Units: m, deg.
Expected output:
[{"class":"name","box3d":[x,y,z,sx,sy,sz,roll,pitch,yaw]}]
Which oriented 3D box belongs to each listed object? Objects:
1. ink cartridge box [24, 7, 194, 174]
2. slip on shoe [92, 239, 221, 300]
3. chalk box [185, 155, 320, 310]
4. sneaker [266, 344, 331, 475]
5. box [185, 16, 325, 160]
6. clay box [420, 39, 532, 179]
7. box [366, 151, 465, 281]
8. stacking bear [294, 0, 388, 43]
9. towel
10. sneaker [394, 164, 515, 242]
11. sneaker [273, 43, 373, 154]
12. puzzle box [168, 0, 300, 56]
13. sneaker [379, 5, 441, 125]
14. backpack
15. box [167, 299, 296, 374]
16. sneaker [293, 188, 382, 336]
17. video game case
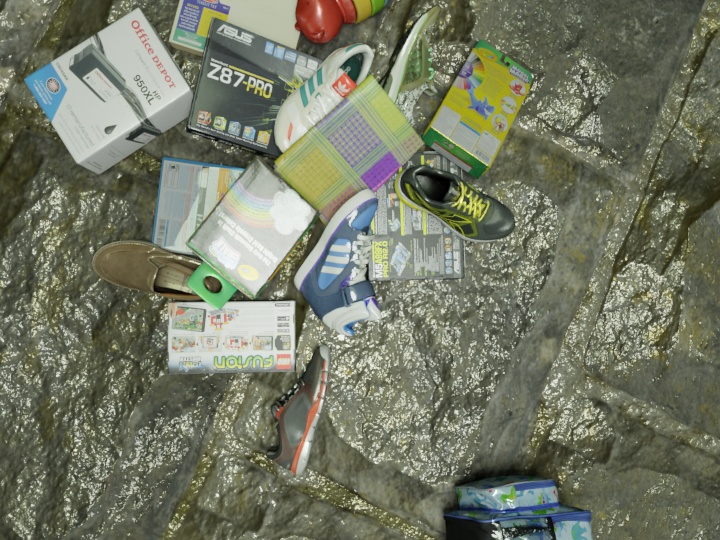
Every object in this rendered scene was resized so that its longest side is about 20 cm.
[{"class":"ink cartridge box","box3d":[-0.365,-0.267,0.824,0.198,0.084,0.146,-34,92,-5]},{"class":"slip on shoe","box3d":[-0.311,0.006,0.828,0.195,0.061,0.078,15,106,-7]},{"class":"chalk box","box3d":[-0.166,-0.040,0.797,0.124,0.124,0.201,39,85,-7]},{"class":"sneaker","box3d":[-0.098,0.209,0.843,0.080,0.077,0.205,16,87,3]},{"class":"box","box3d":[-0.149,-0.261,0.828,0.196,0.049,0.165,15,88,-23]},{"class":"clay box","box3d":[0.188,-0.259,0.866,0.114,0.048,0.202,32,68,-4]},{"class":"box","box3d":[0.085,-0.086,0.875,0.156,0.044,0.206,-2,89,-4]},{"class":"stacking bear","box3d":[-0.018,-0.435,0.838,0.200,0.114,0.121,-43,56,-5]},{"class":"towel","box3d":[-0.019,-0.169,0.805,0.199,0.023,0.143,-40,123,13]},{"class":"sneaker","box3d":[0.145,-0.097,0.816,0.196,0.085,0.076,21,88,-4]},{"class":"sneaker","box3d":[-0.052,-0.253,0.793,0.070,0.093,0.201,41,79,-22]},{"class":"puzzle box","box3d":[-0.191,-0.395,0.868,0.195,0.025,0.136,16,89,-4]},{"class":"sneaker","box3d":[0.090,-0.319,0.875,0.087,0.077,0.203,26,92,-16]},{"class":"backpack","box3d":[0.240,0.386,0.813,0.195,0.183,0.151,6,68,-13]},{"class":"box","box3d":[-0.199,0.103,0.854,0.194,0.035,0.113,0,89,-4]},{"class":"sneaker","box3d":[0.000,0.000,0.820,0.146,0.080,0.201,44,108,16]},{"class":"video game case","box3d":[-0.222,-0.093,0.865,0.195,0.018,0.147,7,88,-4]}]
